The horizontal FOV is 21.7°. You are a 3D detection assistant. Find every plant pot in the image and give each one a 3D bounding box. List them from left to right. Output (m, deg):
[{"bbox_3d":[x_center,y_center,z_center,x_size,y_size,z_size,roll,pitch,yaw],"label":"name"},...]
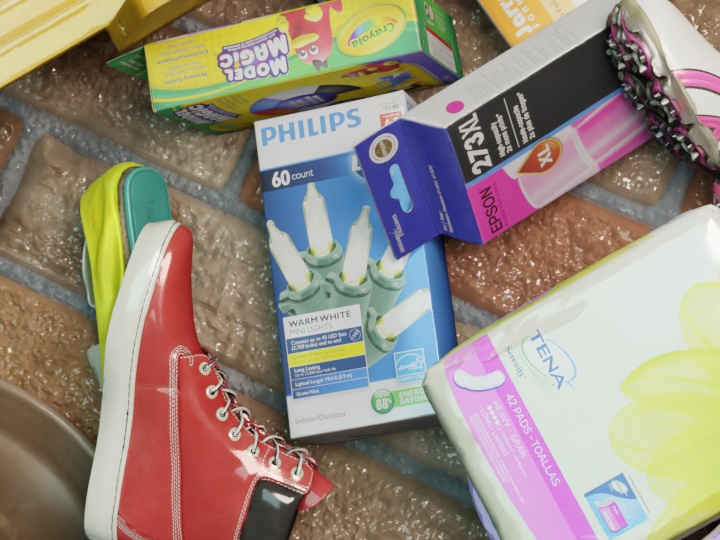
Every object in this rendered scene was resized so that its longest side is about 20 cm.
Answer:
[{"bbox_3d":[-0.261,0.186,1.161,0.175,0.200,0.200,-48,71,22],"label":"plant pot"}]

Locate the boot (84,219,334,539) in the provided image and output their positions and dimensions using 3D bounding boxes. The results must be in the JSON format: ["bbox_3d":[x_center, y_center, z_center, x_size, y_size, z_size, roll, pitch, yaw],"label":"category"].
[{"bbox_3d":[-0.080,0.075,1.117,0.143,0.072,0.201,8,99,8],"label":"boot"}]

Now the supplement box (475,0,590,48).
[{"bbox_3d":[0.152,-0.224,1.148,0.200,0.073,0.126,-37,72,9],"label":"supplement box"}]

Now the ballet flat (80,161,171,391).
[{"bbox_3d":[-0.148,0.032,1.208,0.067,0.067,0.201,-14,80,36],"label":"ballet flat"}]

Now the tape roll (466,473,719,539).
[{"bbox_3d":[0.164,0.103,1.096,0.199,0.066,0.202,-3,80,16],"label":"tape roll"}]

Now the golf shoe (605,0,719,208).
[{"bbox_3d":[0.218,-0.090,1.078,0.092,0.073,0.200,-42,109,-3],"label":"golf shoe"}]

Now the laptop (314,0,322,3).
[{"bbox_3d":[0.033,-0.255,1.126,0.199,0.116,0.188,19,87,46],"label":"laptop"}]

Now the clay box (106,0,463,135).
[{"bbox_3d":[-0.046,-0.126,1.170,0.199,0.115,0.048,-12,83,15],"label":"clay box"}]

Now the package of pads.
[{"bbox_3d":[0.149,0.073,1.036,0.199,0.068,0.155,-30,75,9],"label":"package of pads"}]

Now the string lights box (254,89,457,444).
[{"bbox_3d":[0.000,0.000,1.165,0.102,0.059,0.201,-11,78,16],"label":"string lights box"}]

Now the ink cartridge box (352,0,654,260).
[{"bbox_3d":[0.097,-0.083,1.100,0.199,0.095,0.037,-31,42,-9],"label":"ink cartridge box"}]

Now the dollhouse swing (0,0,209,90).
[{"bbox_3d":[-0.199,-0.213,1.073,0.175,0.182,0.201,-29,94,-14],"label":"dollhouse swing"}]
